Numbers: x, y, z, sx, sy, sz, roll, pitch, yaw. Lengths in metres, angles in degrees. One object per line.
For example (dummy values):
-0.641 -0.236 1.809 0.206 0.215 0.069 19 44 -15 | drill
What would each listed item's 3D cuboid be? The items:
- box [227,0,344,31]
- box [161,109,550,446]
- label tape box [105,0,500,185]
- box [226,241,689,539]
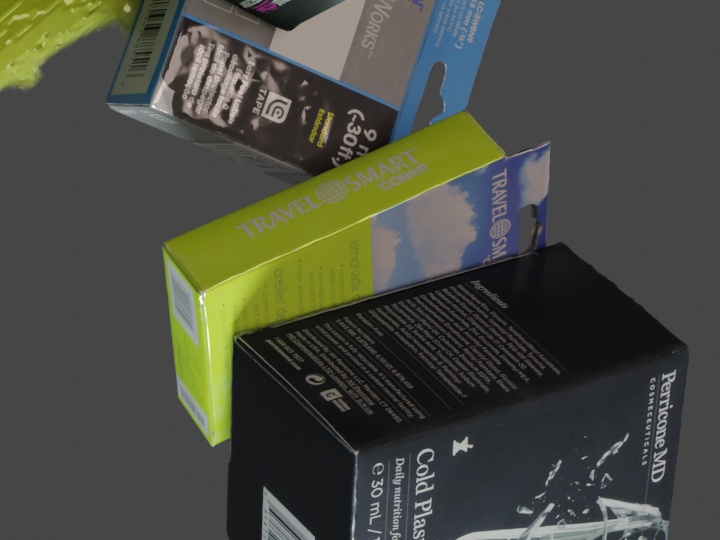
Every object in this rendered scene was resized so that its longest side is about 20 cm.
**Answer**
-0.073 -0.228 1.365 0.200 0.124 0.149 28 80 -14 | box
0.000 0.000 1.467 0.200 0.048 0.122 -24 141 -19 | box
-0.013 -0.116 1.494 0.200 0.063 0.145 22 82 -27 | label tape box
0.045 0.117 1.459 0.196 0.124 0.201 -17 126 -28 | box
